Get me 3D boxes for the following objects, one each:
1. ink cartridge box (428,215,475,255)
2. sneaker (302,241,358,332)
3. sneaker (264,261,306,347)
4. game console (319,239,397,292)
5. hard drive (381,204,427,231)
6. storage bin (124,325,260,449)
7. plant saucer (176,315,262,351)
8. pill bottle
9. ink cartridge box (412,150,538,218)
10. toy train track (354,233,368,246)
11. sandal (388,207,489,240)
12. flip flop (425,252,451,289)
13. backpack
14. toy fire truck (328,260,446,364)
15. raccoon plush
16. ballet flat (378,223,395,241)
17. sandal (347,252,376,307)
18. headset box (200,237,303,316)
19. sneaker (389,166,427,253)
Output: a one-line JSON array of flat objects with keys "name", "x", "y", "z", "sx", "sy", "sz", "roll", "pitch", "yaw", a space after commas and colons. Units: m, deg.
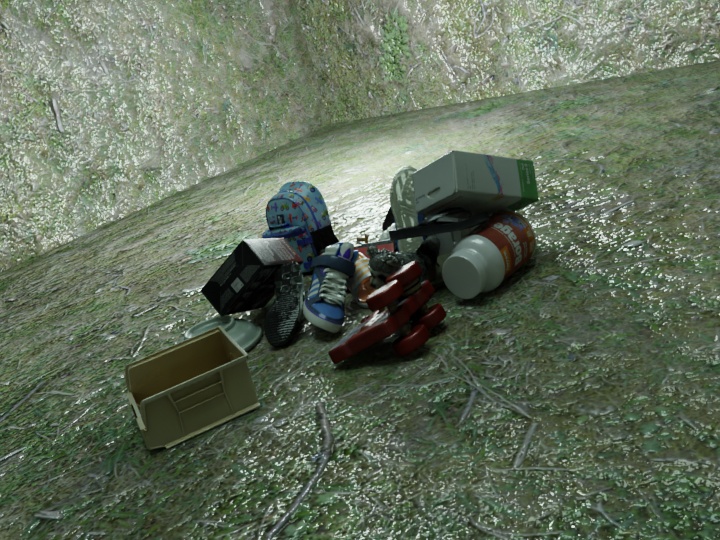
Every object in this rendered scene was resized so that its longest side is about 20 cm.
[{"name": "ink cartridge box", "x": 0.236, "y": -0.116, "z": 1.817, "sx": 0.084, "sy": 0.148, "sz": 0.199, "roll": 2, "pitch": 24, "yaw": 41}, {"name": "sneaker", "x": -0.052, "y": 0.017, "z": 1.647, "sx": 0.079, "sy": 0.148, "sz": 0.200, "roll": 20, "pitch": 16, "yaw": -12}, {"name": "sneaker", "x": -0.137, "y": 0.084, "z": 1.695, "sx": 0.073, "sy": 0.089, "sz": 0.202, "roll": -6, "pitch": 44, "yaw": 16}, {"name": "game console", "x": 0.012, "y": 0.002, "z": 1.886, "sx": 0.197, "sy": 0.119, "sz": 0.175, "roll": -8, "pitch": 50, "yaw": 27}, {"name": "hard drive", "x": 0.134, "y": -0.149, "z": 1.955, "sx": 0.137, "sy": 0.038, "sz": 0.201, "roll": -13, "pitch": -25, "yaw": -18}, {"name": "storage bin", "x": -0.291, "y": 0.195, "z": 1.443, "sx": 0.196, "sy": 0.095, "sz": 0.200, "roll": -22, "pitch": 18, "yaw": -18}, {"name": "plant saucer", "x": -0.295, "y": 0.135, "z": 1.708, "sx": 0.196, "sy": 0.051, "sz": 0.201, "roll": -15, "pitch": 17, "yaw": 5}, {"name": "pill bottle", "x": 0.240, "y": -0.028, "z": 1.603, "sx": 0.111, "sy": 0.114, "sz": 0.199, "roll": -1, "pitch": 24, "yaw": 41}, {"name": "ink cartridge box", "x": 0.219, "y": -0.160, "z": 1.643, "sx": 0.197, "sy": 0.089, "sz": 0.145, "roll": 1, "pitch": -13, "yaw": -30}, {"name": "toy train track", "x": 0.024, "y": -0.072, "z": 2.030, "sx": 0.112, "sy": 0.033, "sz": 0.200, "roll": 1, "pitch": 5, "yaw": -14}, {"name": "sandal", "x": 0.142, "y": -0.091, "z": 1.606, "sx": 0.197, "sy": 0.044, "sz": 0.076, "roll": -8, "pitch": 3, "yaw": 23}, {"name": "flip flop", "x": 0.120, "y": 0.009, "z": 1.690, "sx": 0.199, "sy": 0.058, "sz": 0.080, "roll": -31, "pitch": 20, "yaw": -34}, {"name": "backpack", "x": -0.155, "y": -0.107, "z": 2.068, "sx": 0.181, "sy": 0.203, "sz": 0.134, "roll": 2, "pitch": 24, "yaw": 43}, {"name": "toy fire truck", "x": 0.044, "y": 0.082, "z": 1.482, "sx": 0.167, "sy": 0.113, "sz": 0.200, "roll": -28, "pitch": 7, "yaw": 34}, {"name": "raccoon plush", "x": 0.074, "y": -0.031, "z": 1.608, "sx": 0.095, "sy": 0.135, "sz": 0.202, "roll": 5, "pitch": 48, "yaw": 24}, {"name": "ballet flat", "x": 0.124, "y": -0.097, "z": 1.934, "sx": 0.197, "sy": 0.073, "sz": 0.072, "roll": -7, "pitch": 12, "yaw": -23}, {"name": "sandal", "x": -0.006, "y": 0.006, "z": 1.742, "sx": 0.079, "sy": 0.059, "sz": 0.207, "roll": -42, "pitch": 32, "yaw": 0}, {"name": "headset box", "x": -0.219, "y": 0.010, "z": 1.792, "sx": 0.149, "sy": 0.077, "sz": 0.199, "roll": -47, "pitch": -13, "yaw": 19}, {"name": "sneaker", "x": 0.100, "y": -0.107, "z": 1.782, "sx": 0.075, "sy": 0.204, "sz": 0.111, "roll": -7, "pitch": -12, "yaw": 0}]
